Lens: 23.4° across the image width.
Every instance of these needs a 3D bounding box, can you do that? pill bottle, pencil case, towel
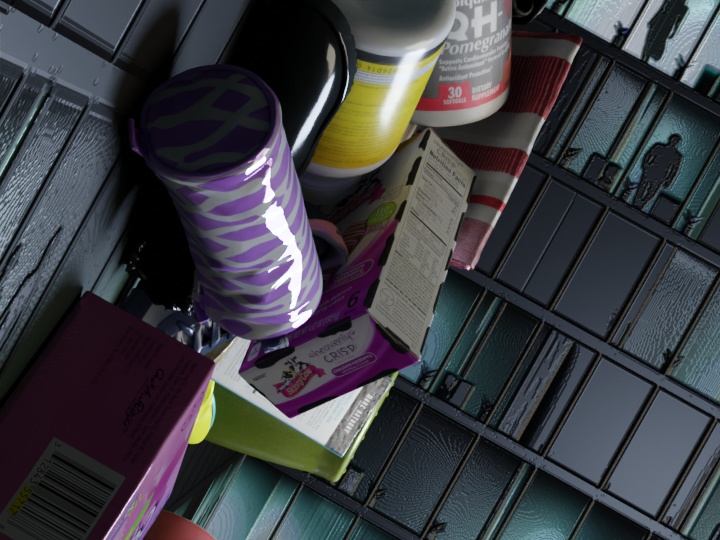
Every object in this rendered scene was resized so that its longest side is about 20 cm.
[{"bbox_3d":[0.059,-0.217,1.294,0.111,0.111,0.200,-57,151,-51],"label":"pill bottle"},{"bbox_3d":[-0.075,-0.035,1.021,0.200,0.085,0.084,80,1,-56],"label":"pencil case"},{"bbox_3d":[0.085,-0.102,1.373,0.144,0.023,0.200,16,-102,56],"label":"towel"},{"bbox_3d":[-0.012,-0.137,1.242,0.112,0.112,0.200,-58,176,-39],"label":"pill bottle"}]

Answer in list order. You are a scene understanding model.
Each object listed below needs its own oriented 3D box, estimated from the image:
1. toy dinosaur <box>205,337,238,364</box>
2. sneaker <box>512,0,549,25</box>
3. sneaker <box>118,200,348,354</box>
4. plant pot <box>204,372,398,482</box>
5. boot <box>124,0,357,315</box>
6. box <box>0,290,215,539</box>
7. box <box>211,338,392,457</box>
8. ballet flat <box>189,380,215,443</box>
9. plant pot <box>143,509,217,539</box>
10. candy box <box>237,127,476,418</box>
[{"bbox_3d":[-0.143,0.089,1.309,0.200,0.058,0.101,-37,-175,-32],"label":"toy dinosaur"},{"bbox_3d":[0.096,-0.223,1.382,0.200,0.074,0.080,-27,-109,52],"label":"sneaker"},{"bbox_3d":[-0.096,0.021,1.222,0.200,0.082,0.070,-44,137,-18],"label":"sneaker"},{"bbox_3d":[-0.074,0.106,1.695,0.200,0.193,0.200,-60,177,-6],"label":"plant pot"},{"bbox_3d":[-0.082,-0.073,1.140,0.162,0.073,0.198,-51,170,-38],"label":"boot"},{"bbox_3d":[-0.188,0.146,1.100,0.176,0.097,0.200,-59,177,-35],"label":"box"},{"bbox_3d":[-0.072,0.076,1.474,0.082,0.200,0.049,-56,-146,-2],"label":"box"},{"bbox_3d":[-0.161,0.097,1.538,0.067,0.067,0.200,-32,157,-36],"label":"ballet flat"},{"bbox_3d":[-0.216,0.331,1.637,0.200,0.200,0.177,115,-6,-53],"label":"plant pot"},{"bbox_3d":[0.000,0.000,1.289,0.136,0.061,0.200,-27,-150,37],"label":"candy box"}]
